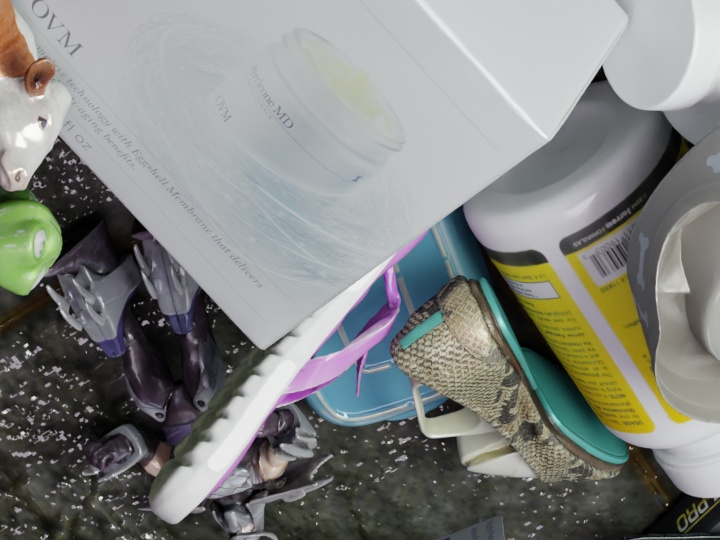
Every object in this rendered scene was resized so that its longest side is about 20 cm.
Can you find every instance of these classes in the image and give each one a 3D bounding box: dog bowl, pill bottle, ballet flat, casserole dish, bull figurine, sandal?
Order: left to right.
[{"bbox_3d":[-0.198,-0.122,1.094,0.121,0.065,0.201,-21,103,-24],"label":"bull figurine"},{"bbox_3d":[-0.024,0.047,1.249,0.050,0.082,0.203,42,83,-8],"label":"sandal"},{"bbox_3d":[0.000,0.000,1.316,0.120,0.039,0.201,-19,116,5],"label":"casserole dish"},{"bbox_3d":[0.067,0.065,1.304,0.075,0.068,0.200,-31,146,11],"label":"ballet flat"},{"bbox_3d":[0.145,0.014,1.292,0.112,0.113,0.200,-30,116,11],"label":"pill bottle"},{"bbox_3d":[0.208,-0.108,1.197,0.199,0.111,0.111,-1,121,-34],"label":"pill bottle"},{"bbox_3d":[0.209,-0.015,1.169,0.199,0.059,0.201,-19,146,-13],"label":"dog bowl"}]

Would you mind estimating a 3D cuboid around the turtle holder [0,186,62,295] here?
[{"bbox_3d":[-0.233,0.024,1.254,0.184,0.132,0.142,-1,118,-2],"label":"turtle holder"}]

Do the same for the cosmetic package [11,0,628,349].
[{"bbox_3d":[-0.028,-0.108,1.151,0.199,0.123,0.200,47,127,-9],"label":"cosmetic package"}]

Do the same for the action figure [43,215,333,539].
[{"bbox_3d":[-0.091,0.064,1.321,0.129,0.069,0.201,-15,112,18],"label":"action figure"}]

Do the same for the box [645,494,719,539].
[{"bbox_3d":[0.234,0.176,1.420,0.161,0.049,0.200,36,111,-24],"label":"box"}]

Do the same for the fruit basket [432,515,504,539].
[{"bbox_3d":[-0.020,0.184,1.331,0.199,0.185,0.094,-25,103,8],"label":"fruit basket"}]

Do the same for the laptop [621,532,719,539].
[{"bbox_3d":[0.224,0.247,1.372,0.176,0.103,0.201,-1,120,-5],"label":"laptop"}]
